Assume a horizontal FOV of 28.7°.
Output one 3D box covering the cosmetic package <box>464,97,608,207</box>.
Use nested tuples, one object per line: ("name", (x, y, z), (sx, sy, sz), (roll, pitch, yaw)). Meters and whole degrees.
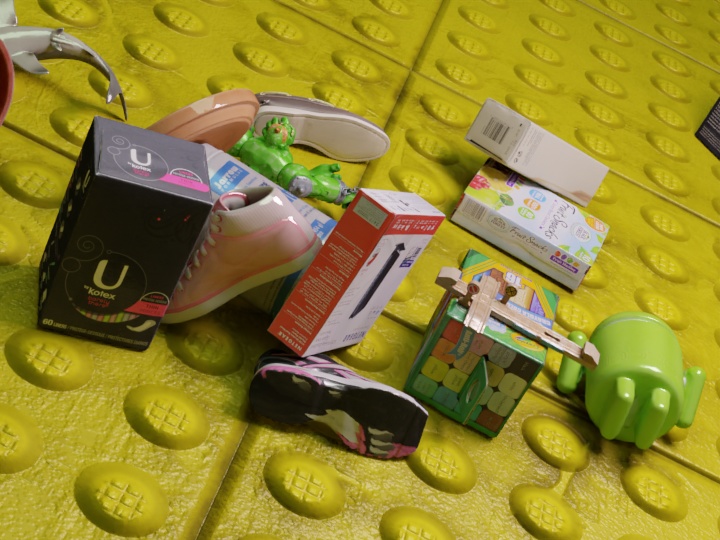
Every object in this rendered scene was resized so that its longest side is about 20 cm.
("cosmetic package", (0.254, -0.167, 2.016), (0.200, 0.071, 0.105), (23, 11, -43))

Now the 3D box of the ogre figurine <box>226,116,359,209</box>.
("ogre figurine", (-0.101, -0.136, 1.765), (0.200, 0.098, 0.120), (53, 19, 10))

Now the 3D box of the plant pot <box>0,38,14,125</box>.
("plant pot", (-0.507, -0.231, 1.513), (0.201, 0.201, 0.195), (-5, 37, -41))

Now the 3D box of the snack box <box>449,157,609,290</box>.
("snack box", (0.237, -0.067, 1.953), (0.200, 0.053, 0.142), (31, 33, 5))

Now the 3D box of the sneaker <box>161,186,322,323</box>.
("sneaker", (-0.148, -0.024, 1.461), (0.105, 0.200, 0.075), (58, 20, -25))

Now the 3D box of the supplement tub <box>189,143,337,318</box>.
("supplement tub", (-0.122, -0.038, 1.571), (0.200, 0.132, 0.132), (32, 32, 5))

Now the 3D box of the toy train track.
("toy train track", (0.177, 0.046, 1.540), (0.200, 0.033, 0.115), (29, 32, -1))

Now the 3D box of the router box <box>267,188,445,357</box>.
("router box", (0.000, 0.000, 1.511), (0.049, 0.180, 0.200), (36, 12, 14))

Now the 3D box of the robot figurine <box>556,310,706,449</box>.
("robot figurine", (0.330, 0.126, 1.695), (0.175, 0.116, 0.200), (15, 33, 1))

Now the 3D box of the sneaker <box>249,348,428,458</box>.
("sneaker", (-0.021, 0.125, 1.475), (0.200, 0.080, 0.086), (24, 22, -17))

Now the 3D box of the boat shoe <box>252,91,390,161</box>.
("boat shoe", (-0.056, -0.198, 1.902), (0.200, 0.072, 0.060), (9, 40, -19))

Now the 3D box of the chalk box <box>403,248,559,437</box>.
("chalk box", (0.134, 0.092, 1.588), (0.124, 0.125, 0.200), (28, 31, 0))

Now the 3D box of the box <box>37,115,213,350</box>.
("box", (-0.240, -0.035, 1.413), (0.122, 0.200, 0.106), (13, 35, -21))

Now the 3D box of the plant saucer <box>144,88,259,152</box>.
("plant saucer", (-0.202, -0.141, 1.604), (0.200, 0.200, 0.032), (-23, 82, -51))

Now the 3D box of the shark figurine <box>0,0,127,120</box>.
("shark figurine", (-0.387, -0.261, 1.741), (0.214, 0.090, 0.128), (9, 70, -14))

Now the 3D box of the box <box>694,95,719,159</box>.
("box", (0.738, -0.284, 2.496), (0.200, 0.199, 0.123), (-2, 43, -40))
